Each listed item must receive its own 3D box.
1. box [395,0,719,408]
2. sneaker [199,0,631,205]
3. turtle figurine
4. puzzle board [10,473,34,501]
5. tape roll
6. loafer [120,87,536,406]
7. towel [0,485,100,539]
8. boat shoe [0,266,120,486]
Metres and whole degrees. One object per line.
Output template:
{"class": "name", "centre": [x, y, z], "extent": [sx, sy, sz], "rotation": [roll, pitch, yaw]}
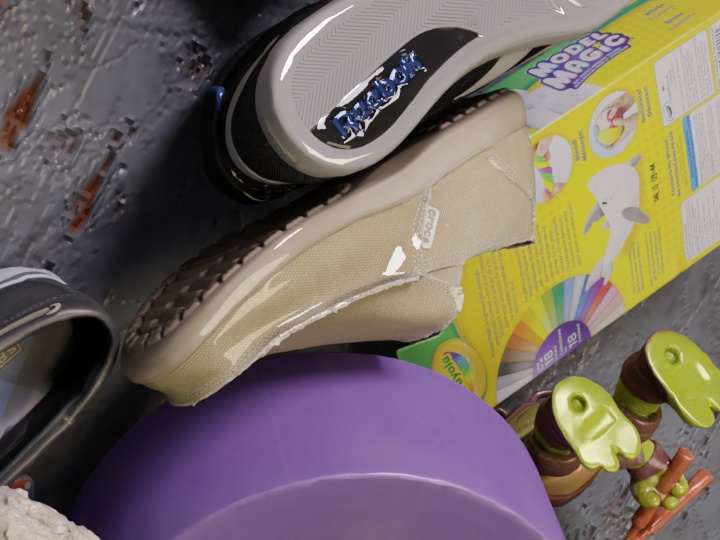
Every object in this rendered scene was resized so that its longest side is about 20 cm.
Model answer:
{"class": "box", "centre": [0.081, -0.026, 1.112], "extent": [0.200, 0.048, 0.118], "rotation": [-34, 130, -29]}
{"class": "sneaker", "centre": [0.018, -0.095, 0.983], "extent": [0.200, 0.112, 0.073], "rotation": [-34, 99, -28]}
{"class": "turtle figurine", "centre": [0.091, 0.078, 1.128], "extent": [0.200, 0.065, 0.161], "rotation": [-8, 159, -27]}
{"class": "puzzle board", "centre": [-0.203, 0.169, 0.966], "extent": [0.200, 0.017, 0.151], "rotation": [-16, 120, -37]}
{"class": "tape roll", "centre": [-0.015, 0.137, 1.012], "extent": [0.199, 0.085, 0.200], "rotation": [-5, 121, -8]}
{"class": "loafer", "centre": [0.000, 0.000, 0.968], "extent": [0.200, 0.076, 0.068], "rotation": [-34, 100, -32]}
{"class": "towel", "centre": [-0.095, 0.165, 0.943], "extent": [0.200, 0.034, 0.133], "rotation": [36, 106, -29]}
{"class": "boat shoe", "centre": [-0.164, 0.074, 0.916], "extent": [0.200, 0.057, 0.069], "rotation": [-48, 122, -21]}
